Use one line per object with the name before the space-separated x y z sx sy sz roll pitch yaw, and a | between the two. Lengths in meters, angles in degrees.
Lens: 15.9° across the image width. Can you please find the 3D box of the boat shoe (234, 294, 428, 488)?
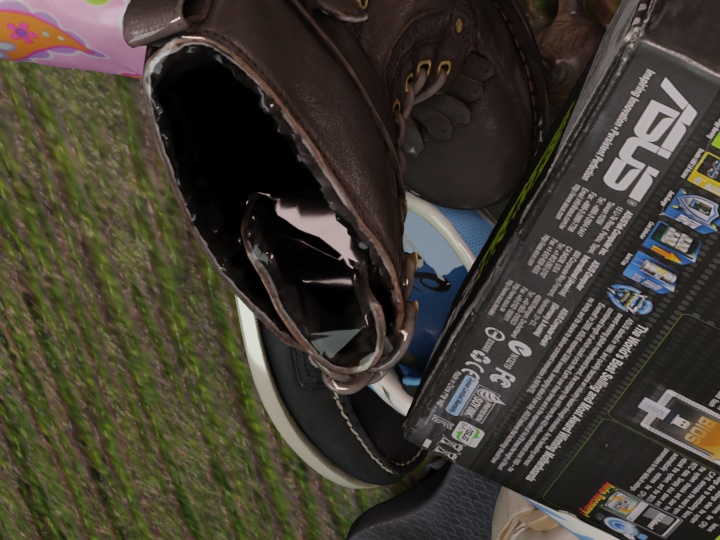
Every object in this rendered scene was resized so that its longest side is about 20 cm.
boat shoe | 0.001 -0.002 0.863 0.066 0.075 0.199 5 127 31

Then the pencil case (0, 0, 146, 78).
pencil case | -0.053 -0.101 0.912 0.200 0.087 0.087 12 145 21

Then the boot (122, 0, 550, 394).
boot | -0.006 -0.036 0.644 0.069 0.174 0.200 -23 131 18

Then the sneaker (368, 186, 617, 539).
sneaker | 0.049 0.039 0.796 0.200 0.072 0.072 42 120 -14

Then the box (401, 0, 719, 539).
box | 0.121 0.025 0.560 0.193 0.048 0.200 23 152 0

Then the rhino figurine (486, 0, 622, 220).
rhino figurine | 0.080 -0.042 0.873 0.087 0.060 0.200 31 162 12

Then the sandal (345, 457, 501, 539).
sandal | 0.055 0.111 1.191 0.076 0.043 0.200 33 144 -8

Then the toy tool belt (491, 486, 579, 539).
toy tool belt | 0.122 0.082 0.985 0.125 0.123 0.200 25 146 0
